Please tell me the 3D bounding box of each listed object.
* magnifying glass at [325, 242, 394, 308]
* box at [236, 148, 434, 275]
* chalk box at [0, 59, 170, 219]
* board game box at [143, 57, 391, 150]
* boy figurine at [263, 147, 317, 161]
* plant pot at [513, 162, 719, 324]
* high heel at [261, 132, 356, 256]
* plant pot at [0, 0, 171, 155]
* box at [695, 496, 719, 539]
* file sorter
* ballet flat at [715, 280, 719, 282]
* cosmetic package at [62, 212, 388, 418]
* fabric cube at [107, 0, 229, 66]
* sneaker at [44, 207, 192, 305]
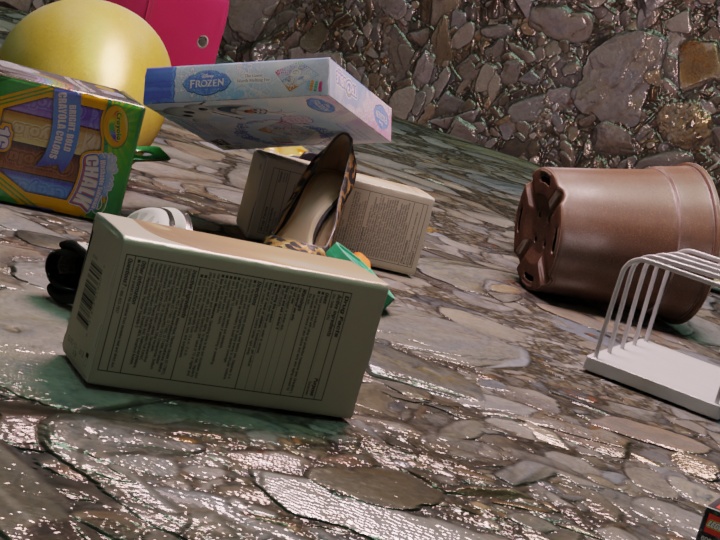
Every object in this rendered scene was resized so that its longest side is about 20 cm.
[{"bbox_3d":[0.000,0.000,1.509,0.080,0.022,0.200,43,2,-4],"label":"magnifying glass"},{"bbox_3d":[-0.029,-0.066,1.673,0.199,0.095,0.078,14,9,-17],"label":"box"},{"bbox_3d":[-0.294,-0.127,1.513,0.199,0.124,0.124,13,10,-23],"label":"chalk box"},{"bbox_3d":[-0.090,-0.169,1.552,0.198,0.044,0.200,0,-9,19],"label":"board game box"},{"bbox_3d":[-0.086,-0.161,2.177,0.124,0.065,0.200,9,15,-21],"label":"boy figurine"},{"bbox_3d":[0.303,-0.042,1.830,0.197,0.201,0.200,6,13,-15],"label":"plant pot"},{"bbox_3d":[-0.049,-0.066,1.500,0.071,0.143,0.200,18,10,4],"label":"high heel"},{"bbox_3d":[-0.301,-0.178,1.656,0.199,0.201,0.142,12,31,-21],"label":"plant pot"},{"bbox_3d":[0.318,0.186,1.025,0.136,0.038,0.200,21,11,24],"label":"box"},{"bbox_3d":[0.331,0.055,1.499,0.138,0.125,0.200,20,11,24],"label":"file sorter"},{"bbox_3d":[0.548,0.000,2.287,0.199,0.066,0.071,16,9,-2],"label":"ballet flat"},{"bbox_3d":[-0.091,0.032,1.030,0.199,0.106,0.071,12,11,-28],"label":"cosmetic package"},{"bbox_3d":[-0.423,-0.503,3.097,0.199,0.197,0.200,5,15,-47],"label":"fabric cube"},{"bbox_3d":[-0.195,-0.015,1.197,0.115,0.076,0.200,14,13,-23],"label":"sneaker"}]
